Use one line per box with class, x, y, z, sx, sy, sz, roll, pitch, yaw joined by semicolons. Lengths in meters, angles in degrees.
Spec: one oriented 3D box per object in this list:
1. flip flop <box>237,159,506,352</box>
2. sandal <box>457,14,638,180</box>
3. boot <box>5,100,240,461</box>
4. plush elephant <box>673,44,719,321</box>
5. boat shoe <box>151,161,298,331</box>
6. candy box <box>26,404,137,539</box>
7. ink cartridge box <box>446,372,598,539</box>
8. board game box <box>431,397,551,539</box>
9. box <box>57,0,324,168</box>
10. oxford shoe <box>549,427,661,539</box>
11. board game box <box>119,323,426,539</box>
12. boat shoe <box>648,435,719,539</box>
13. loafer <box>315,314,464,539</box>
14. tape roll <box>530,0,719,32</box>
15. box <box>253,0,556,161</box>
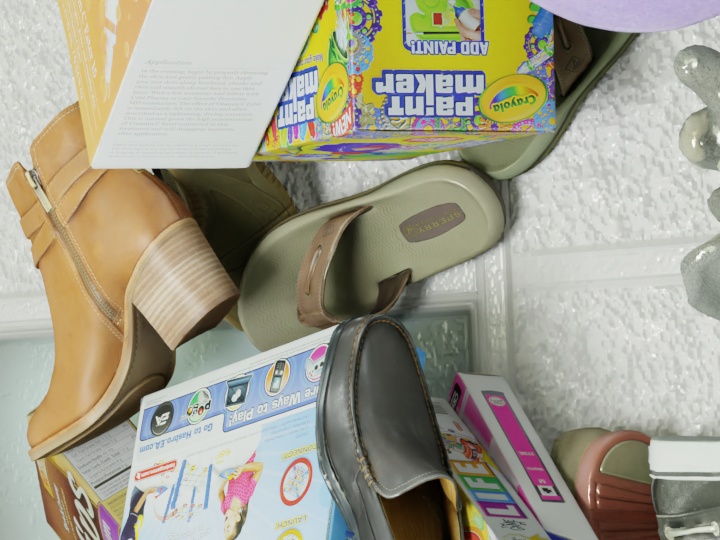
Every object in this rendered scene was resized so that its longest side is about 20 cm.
flip flop;0.000;0.000;1.445;0.199;0.058;0.081;-25;115;35
sandal;0.105;-0.135;1.365;0.080;0.057;0.202;45;120;35
boot;-0.174;0.010;1.478;0.156;0.077;0.200;51;130;11
plush elephant;0.216;-0.061;1.197;0.165;0.154;0.201;-50;59;30
boat shoe;-0.088;-0.053;1.495;0.066;0.071;0.202;54;169;52
candy box;-0.132;0.176;1.551;0.200;0.056;0.117;46;153;34
ink cartridge box;0.083;0.148;1.339;0.200;0.037;0.095;-121;42;-54
board game box;0.049;0.171;1.326;0.200;0.034;0.135;-128;48;-61
box;-0.089;-0.161;1.322;0.200;0.097;0.125;119;144;-51
oxford shoe;0.129;0.185;1.350;0.074;0.070;0.202;8;92;63
board game box;-0.058;0.147;1.375;0.199;0.056;0.197;-21;53;45
boat shoe;0.231;0.116;1.248;0.199;0.070;0.064;-4;88;50
loafer;0.026;0.115;1.271;0.072;0.072;0.202;-29;65;51
tape roll;0.139;-0.223;1.198;0.198;0.085;0.201;11;119;20
box;0.012;-0.163;1.363;0.200;0.121;0.194;173;95;-68
